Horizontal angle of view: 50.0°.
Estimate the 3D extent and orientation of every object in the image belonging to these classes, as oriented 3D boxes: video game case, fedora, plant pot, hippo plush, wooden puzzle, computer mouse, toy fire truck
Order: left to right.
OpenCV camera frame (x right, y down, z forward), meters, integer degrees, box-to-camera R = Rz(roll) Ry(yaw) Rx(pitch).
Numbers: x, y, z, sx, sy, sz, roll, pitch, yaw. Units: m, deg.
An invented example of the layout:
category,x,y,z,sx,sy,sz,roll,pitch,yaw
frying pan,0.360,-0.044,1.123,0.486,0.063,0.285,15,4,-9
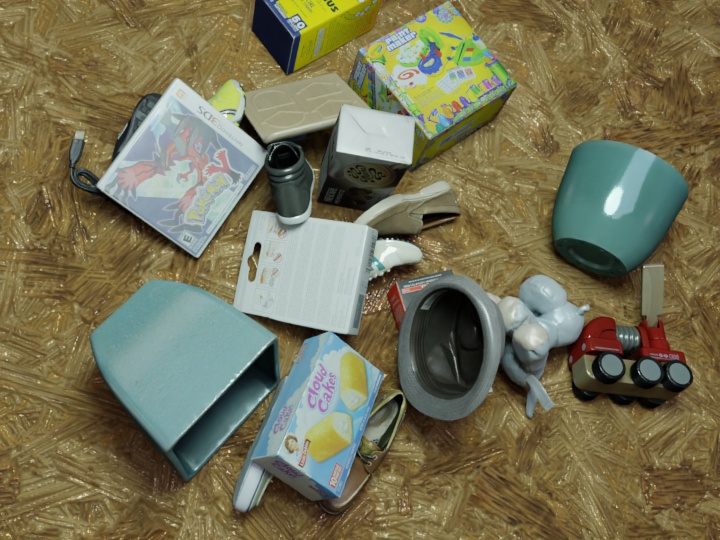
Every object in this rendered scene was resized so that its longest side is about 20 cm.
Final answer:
category,x,y,z,sx,sy,sz,roll,pitch,yaw
computer mouse,-0.369,-0.192,1.188,0.140,0.046,0.201,23,73,-31
plant pot,-0.246,0.128,1.043,0.200,0.197,0.196,39,67,13
video game case,-0.261,-0.151,1.160,0.182,0.023,0.201,37,82,-23
wooden puzzle,-0.092,-0.254,1.243,0.184,0.047,0.200,-17,36,-17
fedora,0.142,0.107,1.101,0.090,0.176,0.202,4,89,-46
hippo plush,0.280,0.087,1.182,0.160,0.159,0.200,-34,80,-20
plant pot,0.405,-0.088,1.260,0.200,0.201,0.162,29,78,-1
toy fire truck,0.431,0.099,1.240,0.175,0.129,0.201,8,58,-9

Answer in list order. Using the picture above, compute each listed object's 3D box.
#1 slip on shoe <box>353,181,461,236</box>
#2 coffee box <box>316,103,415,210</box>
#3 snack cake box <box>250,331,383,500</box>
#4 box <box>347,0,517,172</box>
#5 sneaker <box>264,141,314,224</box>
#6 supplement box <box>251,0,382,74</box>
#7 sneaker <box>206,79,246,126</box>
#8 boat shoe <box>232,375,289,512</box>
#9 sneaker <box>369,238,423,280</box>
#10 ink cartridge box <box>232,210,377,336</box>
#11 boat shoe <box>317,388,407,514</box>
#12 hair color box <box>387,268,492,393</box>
category,x,y,z,sx,sy,sz,roll,pitch,yaw
slip on shoe,0.076,-0.084,1.241,0.199,0.076,0.061,-21,70,-31
coffee box,0.003,-0.167,1.190,0.112,0.200,0.080,9,72,-10
snack cake box,-0.055,0.201,1.075,0.115,0.067,0.201,41,51,-24
box,0.118,-0.313,1.309,0.199,0.122,0.193,-33,80,-20
sneaker,-0.108,-0.164,1.179,0.070,0.100,0.201,-7,36,-2
supplement box,-0.072,-0.447,1.323,0.200,0.110,0.109,-35,81,-21
sneaker,-0.247,-0.222,1.203,0.076,0.075,0.201,38,69,-32
boat shoe,-0.117,0.247,1.087,0.062,0.072,0.201,27,66,-9
sneaker,0.000,0.000,1.207,0.198,0.070,0.094,1,82,-10
ink cartridge box,-0.084,0.002,1.157,0.199,0.047,0.161,9,86,24
boat shoe,0.001,0.254,1.110,0.072,0.068,0.201,32,68,-1
hair color box,0.120,0.108,1.192,0.101,0.061,0.201,-13,75,-17
